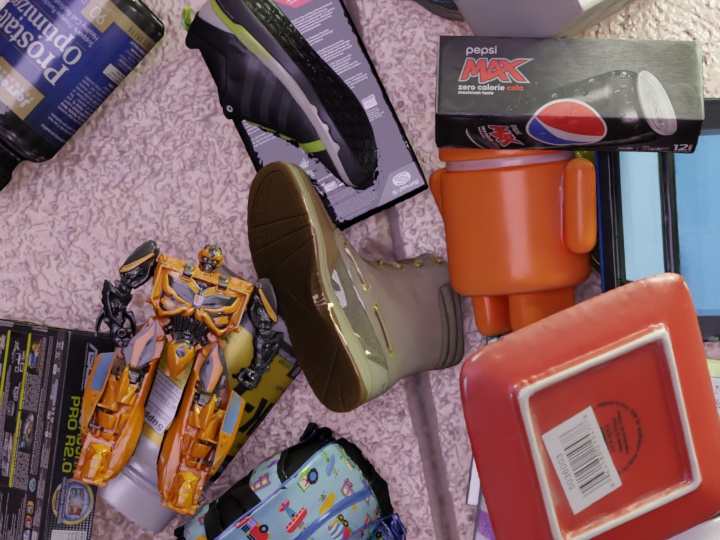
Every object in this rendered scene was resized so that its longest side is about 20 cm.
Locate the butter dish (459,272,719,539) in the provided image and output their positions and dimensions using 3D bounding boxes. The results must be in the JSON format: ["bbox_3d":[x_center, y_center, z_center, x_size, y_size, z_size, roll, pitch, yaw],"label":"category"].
[{"bbox_3d":[0.152,0.110,1.568,0.199,0.148,0.201,-22,108,-20],"label":"butter dish"}]

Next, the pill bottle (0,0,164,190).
[{"bbox_3d":[-0.262,-0.160,1.702,0.112,0.112,0.200,42,91,4],"label":"pill bottle"}]

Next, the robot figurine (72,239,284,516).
[{"bbox_3d":[-0.140,0.077,1.594,0.144,0.058,0.201,18,90,-6],"label":"robot figurine"}]

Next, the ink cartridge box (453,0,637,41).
[{"bbox_3d":[0.175,-0.274,1.625,0.200,0.147,0.145,-30,87,-27],"label":"ink cartridge box"}]

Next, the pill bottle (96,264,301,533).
[{"bbox_3d":[-0.136,0.103,1.683,0.114,0.114,0.200,38,91,4],"label":"pill bottle"}]

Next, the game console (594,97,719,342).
[{"bbox_3d":[0.269,-0.046,1.653,0.118,0.171,0.201,-6,82,28],"label":"game console"}]

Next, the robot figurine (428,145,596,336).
[{"bbox_3d":[0.120,-0.050,1.659,0.116,0.144,0.201,-6,94,-4],"label":"robot figurine"}]

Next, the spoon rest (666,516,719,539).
[{"bbox_3d":[0.204,0.218,1.602,0.199,0.061,0.100,-17,88,3],"label":"spoon rest"}]

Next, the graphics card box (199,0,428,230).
[{"bbox_3d":[-0.040,-0.131,1.717,0.125,0.051,0.201,-26,85,2],"label":"graphics card box"}]

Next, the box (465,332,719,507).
[{"bbox_3d":[0.192,0.132,1.700,0.199,0.036,0.145,7,89,3],"label":"box"}]

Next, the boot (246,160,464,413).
[{"bbox_3d":[0.000,0.000,1.661,0.072,0.154,0.201,-24,86,43],"label":"boot"}]

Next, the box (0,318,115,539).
[{"bbox_3d":[-0.263,0.142,1.673,0.044,0.160,0.201,9,87,-35],"label":"box"}]

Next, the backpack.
[{"bbox_3d":[-0.060,0.216,1.631,0.182,0.200,0.135,-38,86,1],"label":"backpack"}]

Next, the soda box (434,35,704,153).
[{"bbox_3d":[0.155,-0.132,1.575,0.199,0.063,0.071,1,69,3],"label":"soda box"}]

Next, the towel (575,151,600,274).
[{"bbox_3d":[0.182,-0.079,1.717,0.086,0.018,0.200,-41,86,2],"label":"towel"}]

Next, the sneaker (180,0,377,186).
[{"bbox_3d":[-0.067,-0.139,1.673,0.083,0.072,0.200,-39,84,25],"label":"sneaker"}]

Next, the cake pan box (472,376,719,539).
[{"bbox_3d":[0.194,0.162,1.658,0.199,0.052,0.185,10,92,4],"label":"cake pan box"}]

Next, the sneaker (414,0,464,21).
[{"bbox_3d":[0.018,-0.273,1.700,0.199,0.086,0.078,23,89,4],"label":"sneaker"}]
